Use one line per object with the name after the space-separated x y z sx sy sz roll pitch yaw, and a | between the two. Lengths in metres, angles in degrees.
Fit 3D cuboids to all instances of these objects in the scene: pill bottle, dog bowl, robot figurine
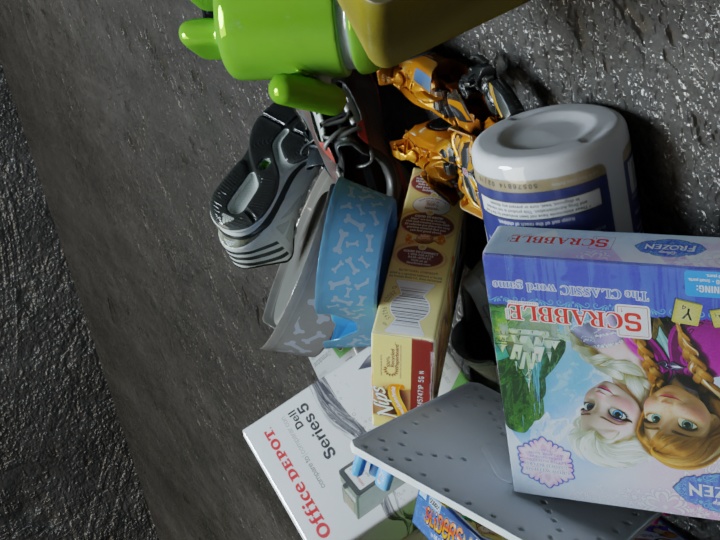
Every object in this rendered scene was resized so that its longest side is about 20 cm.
0.149 -0.007 0.989 0.111 0.110 0.202 29 137 58 | pill bottle
0.000 0.000 1.152 0.200 0.049 0.113 82 -161 -69 | dog bowl
-0.047 -0.217 1.141 0.116 0.198 0.178 32 -123 -79 | robot figurine
-0.040 -0.005 1.384 0.200 0.058 0.202 -158 90 -80 | dog bowl
0.080 -0.105 1.113 0.200 0.058 0.146 -135 29 -58 | robot figurine

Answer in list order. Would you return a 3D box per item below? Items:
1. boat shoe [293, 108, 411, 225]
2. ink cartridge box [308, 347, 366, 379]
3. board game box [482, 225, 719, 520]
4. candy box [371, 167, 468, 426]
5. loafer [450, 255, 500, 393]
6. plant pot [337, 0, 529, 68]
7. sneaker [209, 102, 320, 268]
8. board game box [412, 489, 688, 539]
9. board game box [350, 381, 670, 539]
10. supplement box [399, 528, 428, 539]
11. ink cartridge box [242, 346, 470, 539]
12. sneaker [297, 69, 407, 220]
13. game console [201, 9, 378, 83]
-0.020 -0.107 1.284 0.200 0.066 0.074 53 158 -15 | boat shoe
0.030 0.130 1.455 0.201 0.087 0.145 63 158 7 | ink cartridge box
0.189 0.071 0.918 0.198 0.041 0.201 4 122 26 | board game box
0.052 0.022 1.173 0.116 0.055 0.201 90 -168 -45 | candy box
0.109 0.057 1.204 0.070 0.069 0.201 52 158 35 | loafer
0.042 -0.249 0.912 0.201 0.199 0.177 61 169 15 | plant pot
-0.077 -0.086 1.366 0.075 0.201 0.116 27 152 19 | sneaker
0.155 0.209 1.062 0.135 0.198 0.035 -148 68 -68 | board game box
0.119 0.158 1.042 0.199 0.199 0.026 25 112 26 | board game box
0.073 0.211 1.299 0.200 0.126 0.074 40 173 24 | supplement box
0.017 0.159 1.246 0.146 0.199 0.084 56 178 25 | ink cartridge box
-0.012 -0.130 1.208 0.201 0.077 0.082 62 -174 -5 | sneaker
-0.064 -0.269 1.234 0.176 0.116 0.201 45 151 45 | game console
